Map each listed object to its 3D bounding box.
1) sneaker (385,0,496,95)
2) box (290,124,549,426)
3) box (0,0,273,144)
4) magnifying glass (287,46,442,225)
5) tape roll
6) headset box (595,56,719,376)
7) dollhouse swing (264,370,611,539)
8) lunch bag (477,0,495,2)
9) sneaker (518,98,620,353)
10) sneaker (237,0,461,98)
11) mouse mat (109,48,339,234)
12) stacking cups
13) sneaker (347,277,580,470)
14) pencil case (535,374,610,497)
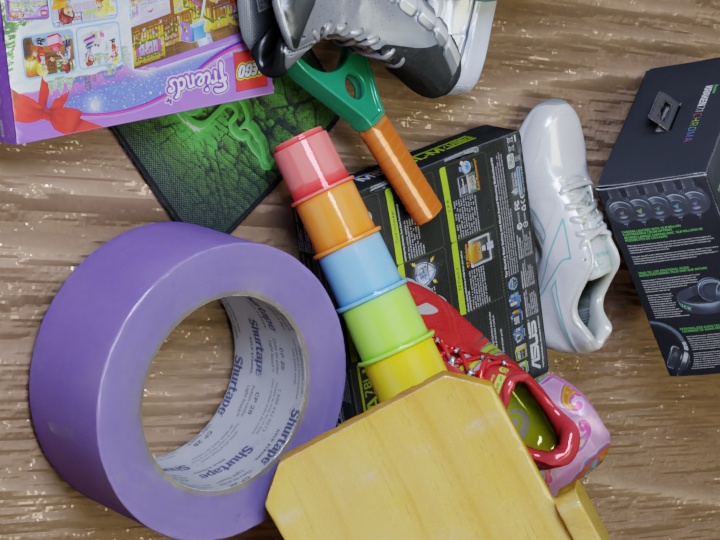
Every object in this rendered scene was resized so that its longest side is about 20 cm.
[{"bbox_3d":[0.063,-0.227,1.483,0.071,0.073,0.200,11,85,-26],"label":"sneaker"},{"bbox_3d":[0.048,0.014,1.537,0.193,0.048,0.200,-22,113,-32],"label":"box"},{"bbox_3d":[-0.150,-0.164,1.330,0.200,0.039,0.137,-15,107,-37],"label":"box"},{"bbox_3d":[-0.004,-0.119,1.445,0.200,0.022,0.080,56,44,-15],"label":"magnifying glass"},{"bbox_3d":[-0.112,0.072,1.384,0.200,0.085,0.200,-11,108,-37],"label":"tape roll"},{"bbox_3d":[0.272,-0.049,1.640,0.200,0.093,0.174,64,34,-30],"label":"headset box"},{"bbox_3d":[0.050,0.172,1.439,0.200,0.182,0.176,-29,86,5],"label":"dollhouse swing"},{"bbox_3d":[0.093,-0.290,1.426,0.160,0.077,0.200,-36,87,-17],"label":"lunch bag"},{"bbox_3d":[0.163,-0.032,1.603,0.070,0.080,0.200,-13,106,-36],"label":"sneaker"},{"bbox_3d":[-0.020,-0.156,1.383,0.200,0.075,0.116,47,62,-32],"label":"sneaker"},{"bbox_3d":[-0.103,-0.131,1.406,0.161,0.008,0.200,-48,124,-22],"label":"mouse mat"},{"bbox_3d":[0.000,0.000,1.418,0.060,0.061,0.200,-23,87,-35],"label":"stacking cups"},{"bbox_3d":[0.080,0.071,1.476,0.200,0.085,0.077,38,74,-19],"label":"sneaker"},{"bbox_3d":[0.095,0.165,1.569,0.200,0.087,0.087,-39,122,-18],"label":"pencil case"}]
